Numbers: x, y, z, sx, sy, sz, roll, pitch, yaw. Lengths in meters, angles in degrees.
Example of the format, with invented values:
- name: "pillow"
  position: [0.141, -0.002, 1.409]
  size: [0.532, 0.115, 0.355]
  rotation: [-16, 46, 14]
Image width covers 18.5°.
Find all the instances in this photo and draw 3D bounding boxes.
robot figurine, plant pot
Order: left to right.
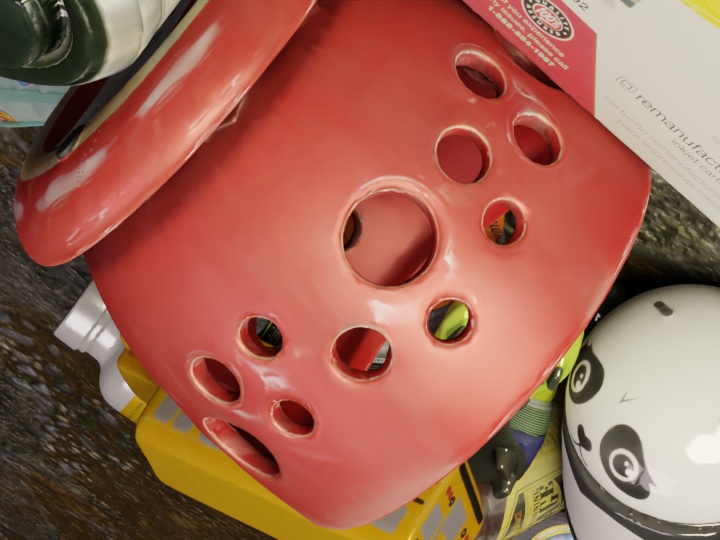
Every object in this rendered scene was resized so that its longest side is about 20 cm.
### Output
- name: "plant pot"
  position: [-0.017, -0.031, 0.850]
  size: [0.182, 0.201, 0.200]
  rotation: [42, 156, -17]
- name: "robot figurine"
  position: [0.158, 0.091, 1.079]
  size: [0.150, 0.125, 0.200]
  rotation: [19, 154, 15]

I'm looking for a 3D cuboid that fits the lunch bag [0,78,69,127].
- name: "lunch bag"
  position: [-0.178, -0.138, 1.137]
  size: [0.200, 0.077, 0.160]
  rotation: [10, 147, 44]

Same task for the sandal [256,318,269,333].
- name: "sandal"
  position: [-0.065, -0.050, 1.013]
  size: [0.075, 0.048, 0.201]
  rotation: [20, 134, 29]

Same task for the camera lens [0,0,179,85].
- name: "camera lens"
  position: [-0.103, -0.179, 0.793]
  size: [0.160, 0.200, 0.160]
  rotation: [29, 157, 13]

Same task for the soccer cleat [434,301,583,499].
- name: "soccer cleat"
  position: [0.069, 0.035, 1.044]
  size: [0.065, 0.084, 0.200]
  rotation: [17, 150, 5]

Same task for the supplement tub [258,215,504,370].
- name: "supplement tub"
  position: [0.000, 0.000, 1.116]
  size: [0.122, 0.123, 0.200]
  rotation: [34, 158, -1]

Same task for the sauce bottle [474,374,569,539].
- name: "sauce bottle"
  position: [0.064, 0.113, 1.156]
  size: [0.066, 0.200, 0.066]
  rotation: [31, 133, 40]

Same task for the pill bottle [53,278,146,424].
- name: "pill bottle"
  position: [-0.093, 0.069, 1.404]
  size: [0.200, 0.104, 0.104]
  rotation: [36, 157, -6]

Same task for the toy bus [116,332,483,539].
- name: "toy bus"
  position: [-0.037, 0.084, 1.071]
  size: [0.200, 0.078, 0.065]
  rotation: [22, 154, 28]

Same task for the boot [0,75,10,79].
- name: "boot"
  position: [-0.201, -0.126, 1.002]
  size: [0.200, 0.069, 0.174]
  rotation: [16, 177, -6]

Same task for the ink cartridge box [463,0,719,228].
- name: "ink cartridge box"
  position: [0.141, -0.109, 0.744]
  size: [0.145, 0.083, 0.200]
  rotation: [41, 156, -8]

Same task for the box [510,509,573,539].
- name: "box"
  position: [0.063, 0.193, 1.245]
  size: [0.200, 0.044, 0.161]
  rotation: [9, 107, 16]
